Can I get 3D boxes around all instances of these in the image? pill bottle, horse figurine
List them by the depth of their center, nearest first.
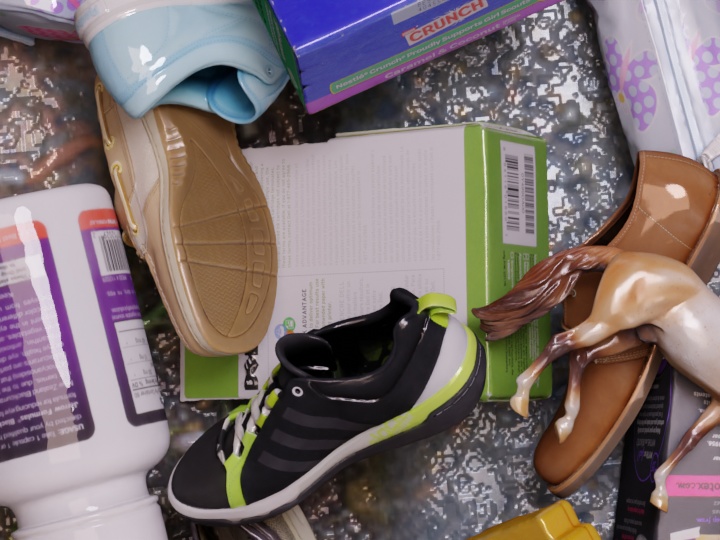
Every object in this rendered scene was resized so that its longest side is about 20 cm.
[{"bbox_3d":[0.159,0.047,1.224,0.200,0.050,0.133,32,85,-1],"label":"horse figurine"},{"bbox_3d":[-0.166,0.062,1.300,0.111,0.111,0.201,-14,87,-3],"label":"pill bottle"}]

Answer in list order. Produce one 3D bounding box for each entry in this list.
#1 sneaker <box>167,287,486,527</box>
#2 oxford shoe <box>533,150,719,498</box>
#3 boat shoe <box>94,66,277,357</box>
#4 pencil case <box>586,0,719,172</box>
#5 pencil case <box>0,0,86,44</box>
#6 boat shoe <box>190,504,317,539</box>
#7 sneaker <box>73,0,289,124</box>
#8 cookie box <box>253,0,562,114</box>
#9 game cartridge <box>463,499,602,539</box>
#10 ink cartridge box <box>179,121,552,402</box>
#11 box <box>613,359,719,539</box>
[{"bbox_3d":[-0.029,0.062,1.250,0.200,0.072,0.083,-29,128,20],"label":"sneaker"},{"bbox_3d":[0.131,0.026,1.285,0.071,0.071,0.200,22,103,-8],"label":"oxford shoe"},{"bbox_3d":[-0.100,-0.040,1.321,0.074,0.069,0.201,4,65,-40],"label":"boat shoe"},{"bbox_3d":[0.171,-0.123,1.337,0.083,0.091,0.201,-18,85,23],"label":"pencil case"},{"bbox_3d":[-0.163,-0.227,1.323,0.083,0.091,0.201,14,85,-36],"label":"pencil case"},{"bbox_3d":[-0.033,0.205,1.309,0.072,0.065,0.200,-32,84,30],"label":"boat shoe"},{"bbox_3d":[-0.059,-0.117,1.304,0.200,0.074,0.082,-13,77,-34],"label":"sneaker"},{"bbox_3d":[0.006,-0.208,1.248,0.171,0.075,0.200,-24,66,-3],"label":"cookie box"},{"bbox_3d":[0.089,0.223,1.267,0.032,0.200,0.177,-25,87,-40],"label":"game cartridge"},{"bbox_3d":[0.000,0.000,1.337,0.199,0.076,0.148,-3,86,31],"label":"ink cartridge box"},{"bbox_3d":[0.197,0.152,1.304,0.106,0.122,0.201,8,87,-4],"label":"box"}]
